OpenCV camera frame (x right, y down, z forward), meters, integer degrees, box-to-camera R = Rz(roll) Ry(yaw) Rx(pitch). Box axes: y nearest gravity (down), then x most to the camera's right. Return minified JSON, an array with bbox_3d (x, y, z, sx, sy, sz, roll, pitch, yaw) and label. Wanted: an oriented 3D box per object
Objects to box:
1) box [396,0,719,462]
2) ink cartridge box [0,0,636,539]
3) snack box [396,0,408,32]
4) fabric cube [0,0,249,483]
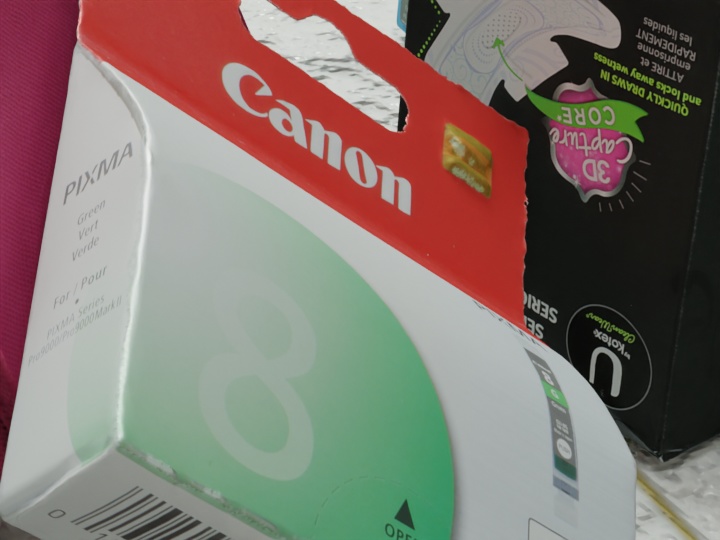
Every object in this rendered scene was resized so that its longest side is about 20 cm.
[{"bbox_3d":[0.106,-0.074,0.745,0.148,0.200,0.124,-20,38,-38],"label":"box"},{"bbox_3d":[0.000,0.000,0.598,0.161,0.050,0.200,32,47,-33],"label":"ink cartridge box"},{"bbox_3d":[0.128,-0.097,0.956,0.200,0.037,0.116,-9,32,-22],"label":"snack box"},{"bbox_3d":[-0.165,-0.056,0.620,0.199,0.197,0.200,-13,24,22],"label":"fabric cube"}]
